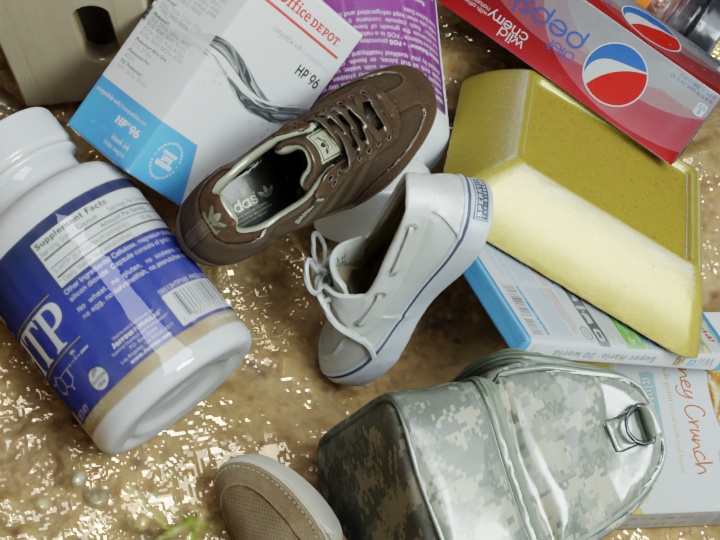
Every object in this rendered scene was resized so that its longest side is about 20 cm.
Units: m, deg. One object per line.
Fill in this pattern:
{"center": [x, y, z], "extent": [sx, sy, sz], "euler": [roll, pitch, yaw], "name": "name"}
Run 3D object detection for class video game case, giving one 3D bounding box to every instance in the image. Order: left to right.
{"center": [0.141, 0.004, 1.417], "extent": [0.199, 0.018, 0.144], "euler": [6, 42, -42], "name": "video game case"}

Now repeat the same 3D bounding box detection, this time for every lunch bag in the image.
{"center": [0.081, 0.130, 1.326], "extent": [0.167, 0.200, 0.140], "euler": [-13, 78, -19], "name": "lunch bag"}

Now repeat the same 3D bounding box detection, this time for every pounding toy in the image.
{"center": [-0.165, -0.222, 1.431], "extent": [0.141, 0.200, 0.185], "euler": [-6, 63, 2], "name": "pounding toy"}

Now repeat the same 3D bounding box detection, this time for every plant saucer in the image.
{"center": [0.155, -0.053, 1.445], "extent": [0.199, 0.049, 0.200], "euler": [31, 30, -10], "name": "plant saucer"}

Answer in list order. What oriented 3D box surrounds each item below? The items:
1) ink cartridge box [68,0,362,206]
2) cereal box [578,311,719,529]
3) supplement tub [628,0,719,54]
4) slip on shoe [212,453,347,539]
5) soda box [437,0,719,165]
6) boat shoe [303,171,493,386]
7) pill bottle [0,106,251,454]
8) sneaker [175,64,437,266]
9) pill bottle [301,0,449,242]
{"center": [-0.079, -0.139, 1.377], "extent": [0.068, 0.116, 0.201], "euler": [37, 92, 34], "name": "ink cartridge box"}
{"center": [0.234, 0.099, 1.470], "extent": [0.198, 0.040, 0.145], "euler": [-1, 66, -16], "name": "cereal box"}
{"center": [0.174, -0.222, 1.559], "extent": [0.199, 0.107, 0.107], "euler": [34, 62, 1], "name": "supplement tub"}
{"center": [-0.038, 0.196, 1.312], "extent": [0.060, 0.076, 0.200], "euler": [-16, 61, -39], "name": "slip on shoe"}
{"center": [0.155, -0.161, 1.490], "extent": [0.199, 0.064, 0.070], "euler": [35, 27, 1], "name": "soda box"}
{"center": [0.001, 0.004, 1.351], "extent": [0.086, 0.202, 0.075], "euler": [13, 55, -22], "name": "boat shoe"}
{"center": [-0.171, 0.003, 1.352], "extent": [0.119, 0.120, 0.200], "euler": [-34, 79, -26], "name": "pill bottle"}
{"center": [-0.022, -0.067, 1.336], "extent": [0.200, 0.076, 0.071], "euler": [-37, 92, -22], "name": "sneaker"}
{"center": [0.002, -0.124, 1.462], "extent": [0.111, 0.112, 0.201], "euler": [2, 66, -15], "name": "pill bottle"}
